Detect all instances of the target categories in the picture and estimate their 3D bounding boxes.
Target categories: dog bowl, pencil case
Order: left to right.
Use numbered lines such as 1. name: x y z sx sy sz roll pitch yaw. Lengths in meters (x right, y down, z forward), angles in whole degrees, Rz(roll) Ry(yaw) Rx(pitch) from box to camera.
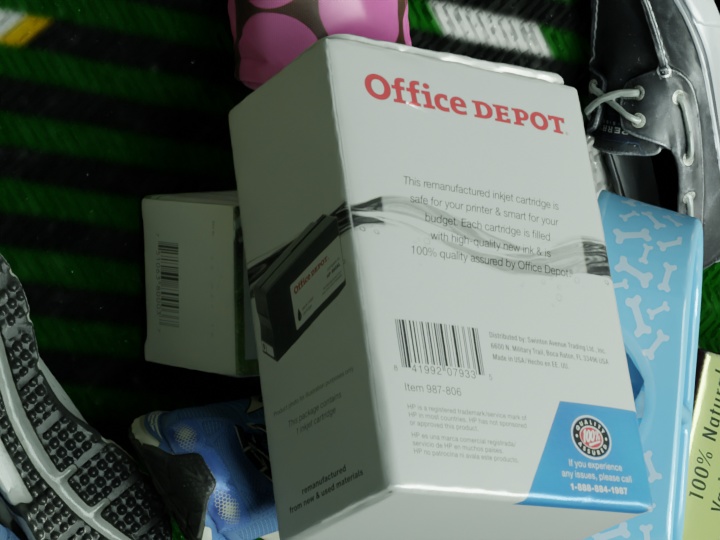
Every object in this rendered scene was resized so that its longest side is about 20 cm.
1. pencil case: -0.018 -0.184 1.185 0.093 0.091 0.202 -8 104 -34
2. dog bowl: 0.128 0.065 1.199 0.111 0.049 0.202 32 63 -78

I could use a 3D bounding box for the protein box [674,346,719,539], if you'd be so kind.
1. protein box: 0.182 0.145 1.351 0.199 0.134 0.200 14 88 -38

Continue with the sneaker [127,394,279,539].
1. sneaker: -0.036 0.078 1.153 0.079 0.089 0.200 59 15 8

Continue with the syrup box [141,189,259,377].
1. syrup box: 0.000 0.000 1.226 0.199 0.081 0.079 -5 97 -37

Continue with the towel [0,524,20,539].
1. towel: -0.195 0.137 1.096 0.111 0.049 0.200 -31 117 10

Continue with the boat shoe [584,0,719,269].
1. boat shoe: 0.149 -0.084 1.339 0.068 0.071 0.201 -34 123 -30

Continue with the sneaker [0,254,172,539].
1. sneaker: -0.163 0.059 1.126 0.074 0.080 0.201 -35 100 -19

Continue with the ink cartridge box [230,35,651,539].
1. ink cartridge box: 0.032 0.014 1.108 0.144 0.084 0.202 8 64 -36
